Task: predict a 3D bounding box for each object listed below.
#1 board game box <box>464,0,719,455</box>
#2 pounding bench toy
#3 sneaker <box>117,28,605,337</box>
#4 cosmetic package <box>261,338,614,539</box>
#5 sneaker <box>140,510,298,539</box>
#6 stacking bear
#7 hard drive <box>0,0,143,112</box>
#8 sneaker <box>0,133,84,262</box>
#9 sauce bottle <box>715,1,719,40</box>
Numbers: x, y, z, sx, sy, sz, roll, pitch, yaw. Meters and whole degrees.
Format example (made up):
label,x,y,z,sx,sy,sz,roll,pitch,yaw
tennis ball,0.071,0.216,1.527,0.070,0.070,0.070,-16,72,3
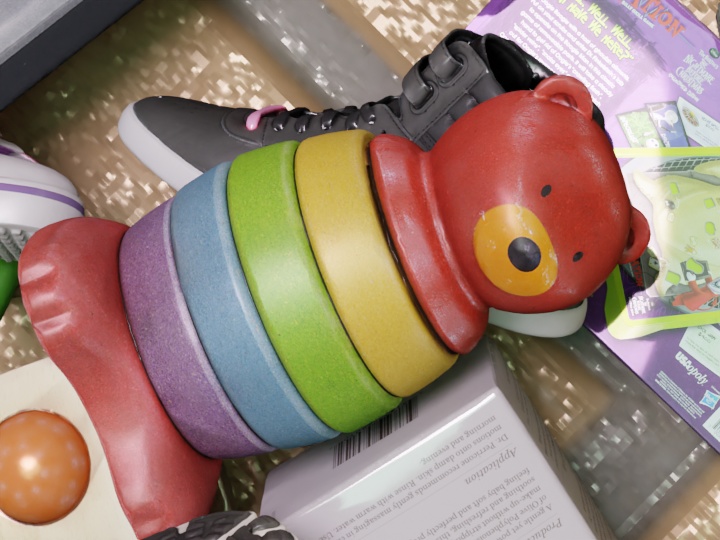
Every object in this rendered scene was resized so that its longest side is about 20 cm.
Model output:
label,x,y,z,sx,sy,sz,roll,pitch,yaw
board game box,0.118,-0.033,0.945,0.200,0.032,0.120,44,98,8
pounding bench toy,-0.135,0.072,0.919,0.123,0.156,0.202,-20,84,8
sneaker,0.006,-0.056,0.916,0.199,0.071,0.100,21,111,13
cosmetic package,0.058,0.143,0.889,0.107,0.085,0.201,-31,100,6
sneaker,-0.103,0.155,0.803,0.198,0.079,0.090,-17,112,8
stacking bear,0.000,0.000,0.840,0.199,0.114,0.122,-21,105,12
hard drive,-0.138,-0.135,0.931,0.200,0.033,0.139,-40,53,-15
sneaker,-0.179,-0.071,0.947,0.199,0.072,0.115,13,83,36
sauce bottle,0.231,-0.125,0.904,0.199,0.065,0.065,-32,83,-5
